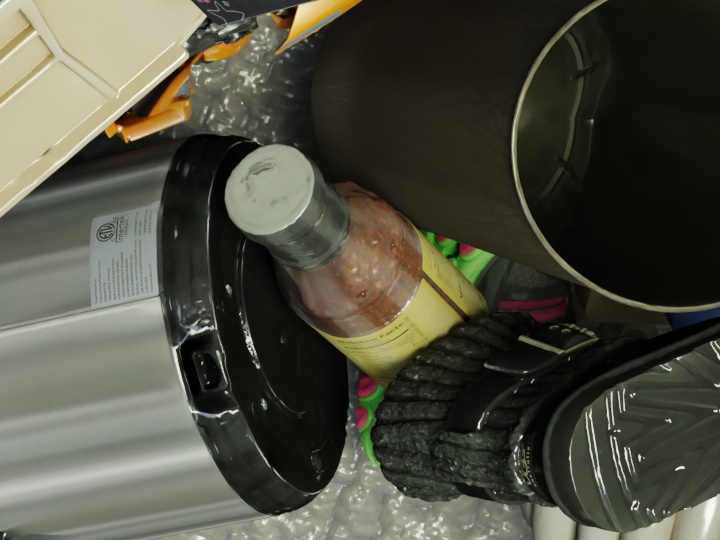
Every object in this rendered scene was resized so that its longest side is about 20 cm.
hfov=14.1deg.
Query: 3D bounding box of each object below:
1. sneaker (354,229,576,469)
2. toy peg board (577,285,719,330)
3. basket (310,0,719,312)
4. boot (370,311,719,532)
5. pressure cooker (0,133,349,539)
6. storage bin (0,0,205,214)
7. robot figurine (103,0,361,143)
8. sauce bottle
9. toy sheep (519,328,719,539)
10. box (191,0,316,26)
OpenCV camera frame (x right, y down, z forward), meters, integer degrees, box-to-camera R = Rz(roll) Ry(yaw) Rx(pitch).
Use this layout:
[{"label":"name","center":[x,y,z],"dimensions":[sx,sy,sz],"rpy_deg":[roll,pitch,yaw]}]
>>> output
[{"label":"sneaker","center":[0.068,0.011,1.394],"dimensions":[0.084,0.077,0.200],"rpy_deg":[20,105,-31]},{"label":"toy peg board","center":[0.226,-0.033,1.350],"dimensions":[0.200,0.098,0.199],"rpy_deg":[3,126,-14]},{"label":"basket","center":[0.079,-0.065,1.251],"dimensions":[0.180,0.200,0.136],"rpy_deg":[3,97,-34]},{"label":"boot","center":[0.124,0.051,1.244],"dimensions":[0.211,0.158,0.079],"rpy_deg":[-12,97,-28]},{"label":"pressure cooker","center":[-0.123,0.036,1.293],"dimensions":[0.200,0.176,0.179],"rpy_deg":[-13,113,18]},{"label":"storage bin","center":[-0.191,-0.122,1.221],"dimensions":[0.199,0.200,0.094],"rpy_deg":[-40,141,3]},{"label":"robot figurine","center":[-0.059,-0.123,1.295],"dimensions":[0.200,0.145,0.058],"rpy_deg":[-32,113,-8]},{"label":"sauce bottle","center":[0.000,0.000,1.260],"dimensions":[0.066,0.066,0.200],"rpy_deg":[-41,148,2]},{"label":"toy sheep","center":[0.141,0.097,1.336],"dimensions":[0.200,0.138,0.138],"rpy_deg":[12,104,19]},{"label":"box","center":[-0.006,-0.204,1.099],"dimensions":[0.115,0.132,0.200],"rpy_deg":[45,70,-18]}]
